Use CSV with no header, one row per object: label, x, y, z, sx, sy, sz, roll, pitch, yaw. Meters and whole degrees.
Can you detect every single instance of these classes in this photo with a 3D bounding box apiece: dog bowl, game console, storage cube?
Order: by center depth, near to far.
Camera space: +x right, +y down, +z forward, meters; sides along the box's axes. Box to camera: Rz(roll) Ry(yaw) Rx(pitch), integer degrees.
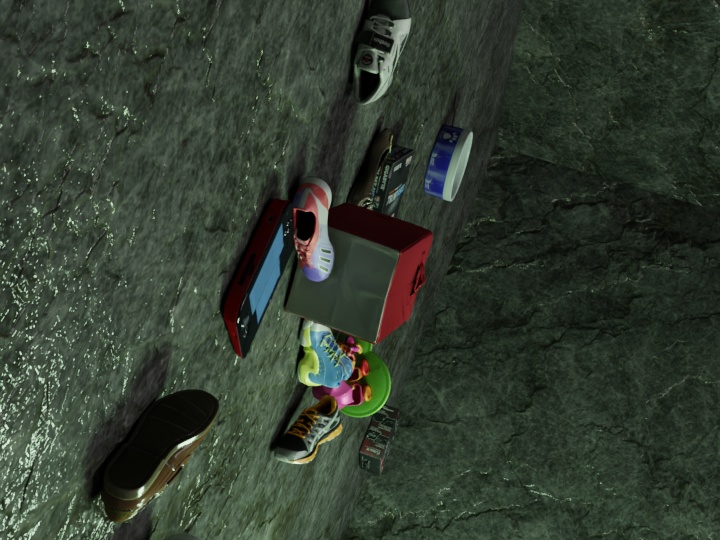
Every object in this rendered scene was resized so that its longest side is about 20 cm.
game console,-0.139,0.011,1.482,0.177,0.031,0.200,86,25,-64
storage cube,0.000,0.000,1.752,0.180,0.200,0.171,-30,138,-66
dog bowl,0.241,-0.296,2.849,0.200,0.079,0.200,17,90,-80

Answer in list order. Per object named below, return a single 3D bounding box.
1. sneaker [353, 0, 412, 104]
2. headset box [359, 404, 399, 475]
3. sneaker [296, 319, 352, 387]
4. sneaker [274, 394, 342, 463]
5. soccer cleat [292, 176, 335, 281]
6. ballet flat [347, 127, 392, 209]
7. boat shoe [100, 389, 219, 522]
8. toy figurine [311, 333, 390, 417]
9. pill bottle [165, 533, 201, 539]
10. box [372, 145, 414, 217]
sneaker,0.030,-0.352,1.642,0.089,0.074,0.200,-60,164,-57
headset box,0.057,0.546,3.305,0.149,0.077,0.200,89,22,-60
sneaker,-0.057,0.144,1.929,0.200,0.105,0.076,98,14,-45
sneaker,-0.105,0.309,2.022,0.200,0.078,0.077,-36,134,-55
soccer cleat,-0.080,-0.049,1.600,0.073,0.068,0.200,-62,161,-43
ballet flat,0.027,-0.187,1.983,0.067,0.046,0.200,92,19,-59
boat shoe,-0.238,0.213,1.217,0.200,0.072,0.068,-43,154,-52
toy figurine,-0.037,0.214,2.169,0.184,0.150,0.200,7,79,-70
pill bottle,-0.260,0.427,1.317,0.200,0.112,0.112,-56,161,-60
box,0.050,-0.151,2.170,0.200,0.050,0.199,-44,151,-70
